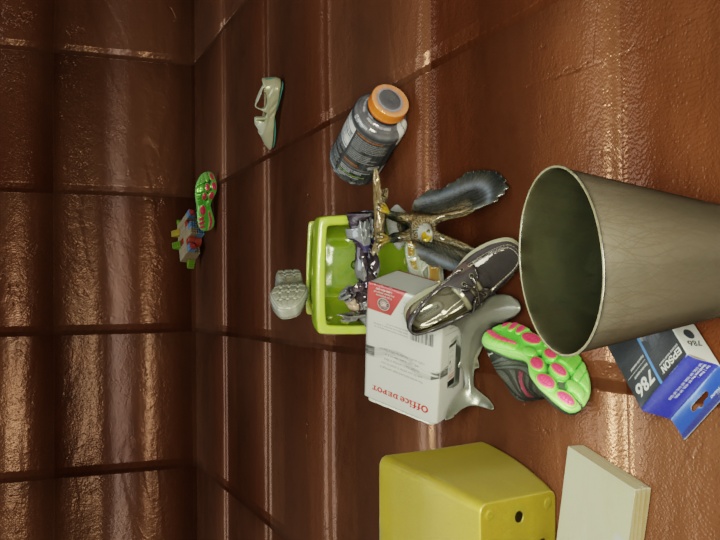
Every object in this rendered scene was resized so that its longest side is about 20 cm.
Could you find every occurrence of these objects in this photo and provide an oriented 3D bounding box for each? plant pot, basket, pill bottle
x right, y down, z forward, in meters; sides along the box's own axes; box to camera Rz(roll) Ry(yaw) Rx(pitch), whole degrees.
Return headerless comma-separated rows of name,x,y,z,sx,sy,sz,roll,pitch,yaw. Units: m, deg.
plant pot,0.000,0.000,1.562,0.181,0.198,0.201,-162,73,-74
plant pot,0.156,0.356,1.196,0.176,0.198,0.202,0,90,56
basket,0.276,-0.008,0.864,0.136,0.198,0.182,145,123,-64
pill bottle,0.020,-0.252,1.619,0.200,0.105,0.107,127,138,-55

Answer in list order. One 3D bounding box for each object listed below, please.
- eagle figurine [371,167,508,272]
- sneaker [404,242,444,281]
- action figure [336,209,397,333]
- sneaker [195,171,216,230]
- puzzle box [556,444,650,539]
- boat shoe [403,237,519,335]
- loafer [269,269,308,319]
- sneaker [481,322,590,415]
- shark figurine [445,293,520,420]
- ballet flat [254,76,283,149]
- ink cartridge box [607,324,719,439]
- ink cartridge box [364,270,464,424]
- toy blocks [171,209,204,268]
eagle figurine,0.115,-0.065,1.323,0.153,0.198,0.152,90,-179,-49
sneaker,0.113,0.020,1.460,0.088,0.075,0.202,-68,-22,-73
action figure,0.012,0.005,1.424,0.069,0.130,0.202,1,99,37
sneaker,-0.535,-0.238,3.005,0.084,0.076,0.202,35,121,59
puzzle box,0.286,0.330,1.067,0.133,0.025,0.202,-152,64,-65
boat shoe,0.146,0.030,1.242,0.199,0.072,0.065,-33,18,15
loafer,-0.124,0.053,1.563,0.200,0.069,0.071,-95,2,-75
sneaker,0.235,0.135,1.158,0.200,0.076,0.084,42,153,59
shark figurine,0.158,0.104,1.308,0.128,0.089,0.216,-119,37,-52
ballet flat,-0.251,-0.418,2.340,0.070,0.069,0.202,-124,40,-54
ink cartridge box,0.320,0.076,0.970,0.100,0.039,0.201,112,149,-41
ink cartridge box,0.087,0.118,1.388,0.146,0.083,0.202,17,114,36
toy blocks,-0.619,-0.128,3.230,0.137,0.099,0.202,-42,50,47
